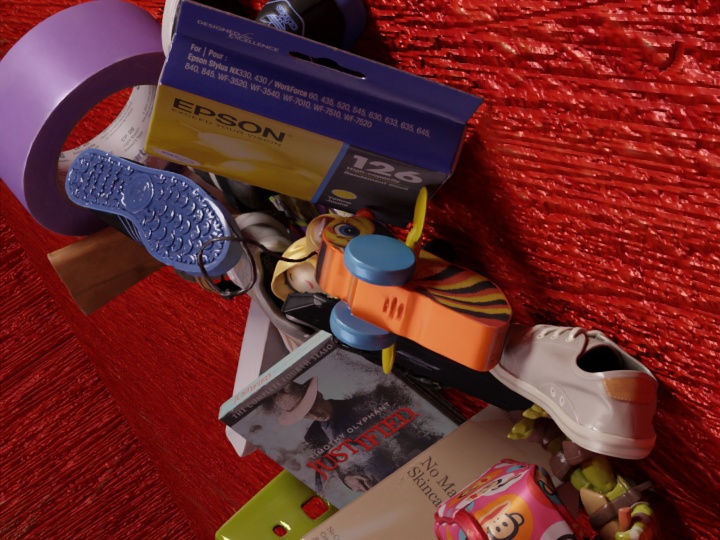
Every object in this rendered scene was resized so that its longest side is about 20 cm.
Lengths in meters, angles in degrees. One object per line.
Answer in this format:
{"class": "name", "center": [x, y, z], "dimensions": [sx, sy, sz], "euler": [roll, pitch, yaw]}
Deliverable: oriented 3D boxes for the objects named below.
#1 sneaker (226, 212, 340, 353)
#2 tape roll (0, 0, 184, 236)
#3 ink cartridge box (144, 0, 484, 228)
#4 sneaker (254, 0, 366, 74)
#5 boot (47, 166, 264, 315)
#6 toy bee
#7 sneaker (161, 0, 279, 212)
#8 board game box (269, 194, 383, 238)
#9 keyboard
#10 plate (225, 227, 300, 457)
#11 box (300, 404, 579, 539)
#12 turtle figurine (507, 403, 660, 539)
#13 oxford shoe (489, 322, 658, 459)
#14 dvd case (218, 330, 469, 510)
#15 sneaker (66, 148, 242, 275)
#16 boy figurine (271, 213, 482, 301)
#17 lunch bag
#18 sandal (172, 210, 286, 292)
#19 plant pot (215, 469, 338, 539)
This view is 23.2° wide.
{"class": "sneaker", "center": [-0.038, 0.042, 1.443], "dimensions": [0.200, 0.076, 0.092], "euler": [45, 179, -20]}
{"class": "tape roll", "center": [-0.234, -0.134, 1.562], "dimensions": [0.085, 0.200, 0.200], "euler": [45, 161, 31]}
{"class": "ink cartridge box", "center": [-0.038, -0.094, 1.148], "dimensions": [0.197, 0.047, 0.200], "euler": [17, 166, -6]}
{"class": "sneaker", "center": [-0.047, -0.139, 1.223], "dimensions": [0.070, 0.078, 0.200], "euler": [51, 163, 16]}
{"class": "boot", "center": [-0.191, -0.056, 1.581], "dimensions": [0.069, 0.199, 0.189], "euler": [61, 169, 25]}
{"class": "toy bee", "center": [0.013, -0.007, 1.167], "dimensions": [0.200, 0.109, 0.131], "euler": [36, 122, -2]}
{"class": "sneaker", "center": [-0.090, -0.134, 1.364], "dimensions": [0.112, 0.073, 0.201], "euler": [39, 148, 34]}
{"class": "board game box", "center": [-0.034, -0.052, 1.448], "dimensions": [0.200, 0.032, 0.120], "euler": [49, 159, 28]}
{"class": "keyboard", "center": [0.035, 0.060, 1.290], "dimensions": [0.199, 0.021, 0.127], "euler": [25, 165, -17]}
{"class": "plate", "center": [-0.082, 0.062, 1.583], "dimensions": [0.032, 0.201, 0.200], "euler": [13, 179, -8]}
{"class": "box", "center": [0.063, 0.194, 1.329], "dimensions": [0.095, 0.200, 0.078], "euler": [46, 162, 29]}
{"class": "turtle figurine", "center": [0.170, 0.156, 1.187], "dimensions": [0.162, 0.064, 0.200], "euler": [58, 174, 13]}
{"class": "oxford shoe", "center": [0.135, 0.061, 1.127], "dimensions": [0.200, 0.075, 0.058], "euler": [-140, 58, -66]}
{"class": "dvd case", "center": [0.005, 0.135, 1.417], "dimensions": [0.200, 0.146, 0.022], "euler": [41, -149, -22]}
{"class": "sneaker", "center": [-0.154, -0.045, 1.439], "dimensions": [0.200, 0.070, 0.078], "euler": [30, -176, 39]}
{"class": "boy figurine", "center": [0.000, 0.000, 1.301], "dimensions": [0.200, 0.065, 0.124], "euler": [9, 153, 50]}
{"class": "lunch bag", "center": [0.128, 0.216, 1.170], "dimensions": [0.177, 0.082, 0.200], "euler": [55, 175, 3]}
{"class": "sandal", "center": [-0.112, -0.009, 1.557], "dimensions": [0.200, 0.081, 0.055], "euler": [-27, 75, 63]}
{"class": "plant pot", "center": [-0.005, 0.304, 1.778], "dimensions": [0.181, 0.199, 0.200], "euler": [37, 156, 33]}
